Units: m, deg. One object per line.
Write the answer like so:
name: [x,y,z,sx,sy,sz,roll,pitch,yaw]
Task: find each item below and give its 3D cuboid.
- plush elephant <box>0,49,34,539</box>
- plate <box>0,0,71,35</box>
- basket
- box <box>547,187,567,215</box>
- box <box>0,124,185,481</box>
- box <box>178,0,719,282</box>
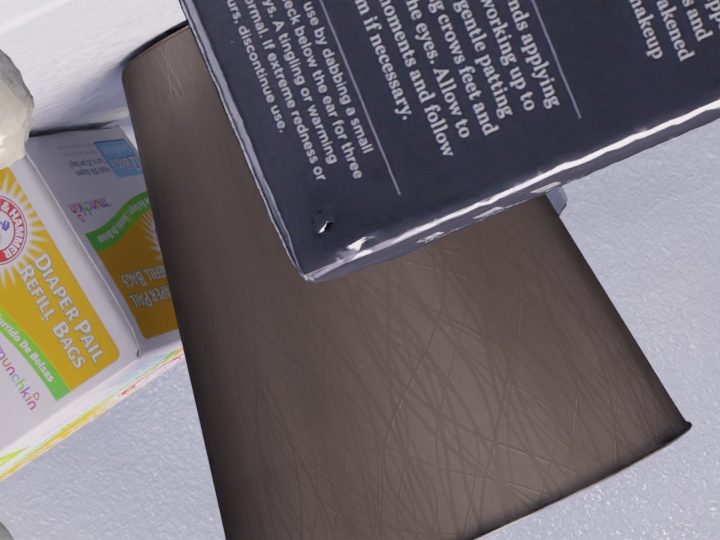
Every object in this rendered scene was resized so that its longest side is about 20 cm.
plush elephant: [-0.164,0.050,0.624,0.199,0.156,0.165,-17,165,-33]
plate: [-0.151,-0.034,0.399,0.198,0.033,0.200,-24,179,11]
basket: [0.000,0.000,0.826,0.179,0.201,0.136,-23,179,-7]
box: [0.022,-0.004,1.034,0.158,0.051,0.200,-57,162,-6]
box: [-0.169,0.036,0.951,0.199,0.102,0.112,-33,176,19]
box: [0.065,-0.083,0.600,0.199,0.105,0.148,-23,179,8]
